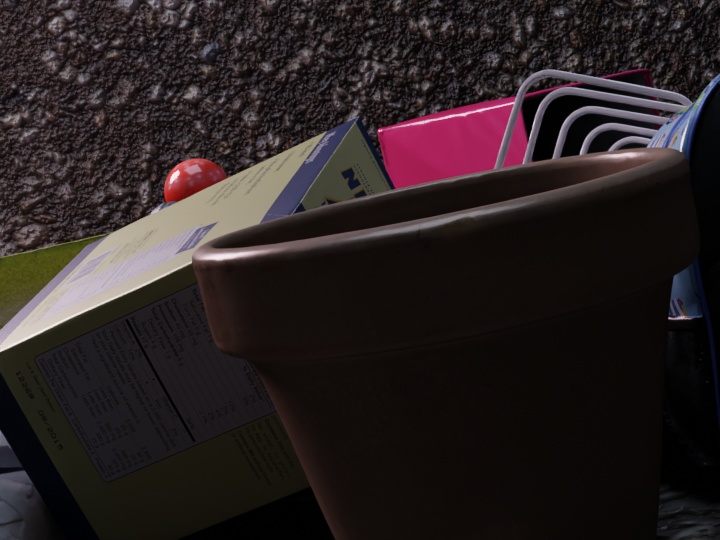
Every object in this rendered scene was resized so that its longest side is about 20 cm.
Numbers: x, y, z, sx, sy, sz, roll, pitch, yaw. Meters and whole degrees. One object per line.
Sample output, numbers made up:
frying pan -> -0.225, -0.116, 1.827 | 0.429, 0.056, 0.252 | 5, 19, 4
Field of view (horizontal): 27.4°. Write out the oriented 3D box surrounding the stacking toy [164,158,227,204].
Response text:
stacking toy -> -0.117, 0.007, 1.214 | 0.085, 0.201, 0.085 | -11, 6, 1

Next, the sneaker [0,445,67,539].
sneaker -> -0.195, 0.140, 0.783 | 0.076, 0.081, 0.200 | -36, -19, 10

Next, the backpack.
backpack -> 0.207, -0.008, 0.748 | 0.182, 0.201, 0.134 | -15, 7, -25

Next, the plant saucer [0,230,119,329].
plant saucer -> -0.256, 0.066, 1.244 | 0.199, 0.200, 0.048 | -13, 49, -20

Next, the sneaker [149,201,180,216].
sneaker -> -0.052, 0.018, 0.967 | 0.086, 0.200, 0.078 | -34, 20, 37

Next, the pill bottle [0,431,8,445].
pill bottle -> -0.283, 0.121, 0.897 | 0.199, 0.113, 0.112 | -13, 6, -18

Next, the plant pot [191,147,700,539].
plant pot -> 0.045, 0.054, 0.595 | 0.199, 0.176, 0.200 | -11, 6, 1

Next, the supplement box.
supplement box -> -0.073, 0.035, 0.830 | 0.199, 0.135, 0.200 | -24, 15, 17

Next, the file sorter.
file sorter -> 0.188, -0.049, 1.029 | 0.138, 0.125, 0.200 | 15, -2, 30

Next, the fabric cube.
fabric cube -> 0.167, -0.072, 1.439 | 0.196, 0.201, 0.199 | -17, 7, -41
